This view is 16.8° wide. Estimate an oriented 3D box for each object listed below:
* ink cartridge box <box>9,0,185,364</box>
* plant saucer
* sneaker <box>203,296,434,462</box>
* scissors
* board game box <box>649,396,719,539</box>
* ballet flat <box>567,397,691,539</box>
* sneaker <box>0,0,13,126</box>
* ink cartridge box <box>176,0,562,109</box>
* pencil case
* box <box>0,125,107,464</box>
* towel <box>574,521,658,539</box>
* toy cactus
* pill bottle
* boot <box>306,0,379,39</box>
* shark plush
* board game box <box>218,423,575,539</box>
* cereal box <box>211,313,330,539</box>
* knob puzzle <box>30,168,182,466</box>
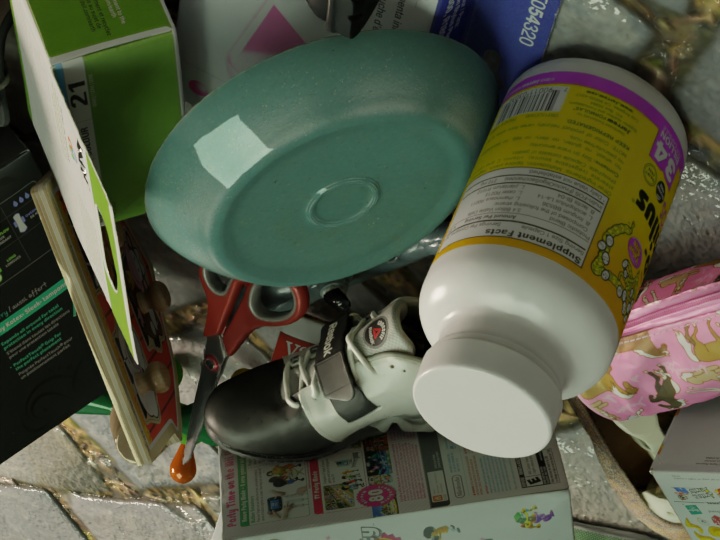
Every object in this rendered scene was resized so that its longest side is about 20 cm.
[{"bbox_3d":[-0.129,-0.073,1.344,0.148,0.075,0.201,89,159,-53],"label":"ink cartridge box"},{"bbox_3d":[-0.014,-0.048,1.290,0.199,0.036,0.200,-15,148,-10],"label":"plant saucer"},{"bbox_3d":[0.002,0.052,1.407,0.199,0.074,0.089,-11,139,2],"label":"sneaker"},{"bbox_3d":[-0.089,0.041,1.472,0.073,0.014,0.200,44,136,7],"label":"scissors"},{"bbox_3d":[0.265,0.143,1.397,0.104,0.103,0.200,-1,135,38],"label":"board game box"},{"bbox_3d":[0.170,0.102,1.440,0.200,0.068,0.067,48,178,-25],"label":"ballet flat"},{"bbox_3d":[-0.246,-0.092,1.419,0.082,0.201,0.077,32,177,-18],"label":"sneaker"},{"bbox_3d":[-0.004,-0.123,1.319,0.199,0.043,0.197,27,146,9],"label":"ink cartridge box"},{"bbox_3d":[0.197,0.026,1.309,0.199,0.083,0.087,-20,111,46],"label":"pencil case"},{"bbox_3d":[-0.249,-0.007,1.539,0.149,0.124,0.201,43,163,46],"label":"box"},{"bbox_3d":[0.098,0.236,1.563,0.148,0.200,0.031,8,137,30],"label":"towel"},{"bbox_3d":[-0.147,0.095,1.622,0.199,0.165,0.103,25,102,-6],"label":"toy cactus"},{"bbox_3d":[0.093,-0.005,1.245,0.104,0.201,0.105,17,146,12],"label":"pill bottle"},{"bbox_3d":[-0.058,-0.223,1.178,0.167,0.077,0.201,18,129,14],"label":"boot"},{"bbox_3d":[0.000,0.000,1.436,0.199,0.084,0.091,2,137,36],"label":"shark plush"},{"bbox_3d":[0.018,0.129,1.433,0.199,0.148,0.065,-8,117,0],"label":"board game box"},{"bbox_3d":[-0.010,0.142,1.547,0.143,0.201,0.040,19,-176,16],"label":"cereal box"},{"bbox_3d":[-0.141,0.012,1.510,0.030,0.220,0.220,-20,131,7],"label":"knob puzzle"}]
